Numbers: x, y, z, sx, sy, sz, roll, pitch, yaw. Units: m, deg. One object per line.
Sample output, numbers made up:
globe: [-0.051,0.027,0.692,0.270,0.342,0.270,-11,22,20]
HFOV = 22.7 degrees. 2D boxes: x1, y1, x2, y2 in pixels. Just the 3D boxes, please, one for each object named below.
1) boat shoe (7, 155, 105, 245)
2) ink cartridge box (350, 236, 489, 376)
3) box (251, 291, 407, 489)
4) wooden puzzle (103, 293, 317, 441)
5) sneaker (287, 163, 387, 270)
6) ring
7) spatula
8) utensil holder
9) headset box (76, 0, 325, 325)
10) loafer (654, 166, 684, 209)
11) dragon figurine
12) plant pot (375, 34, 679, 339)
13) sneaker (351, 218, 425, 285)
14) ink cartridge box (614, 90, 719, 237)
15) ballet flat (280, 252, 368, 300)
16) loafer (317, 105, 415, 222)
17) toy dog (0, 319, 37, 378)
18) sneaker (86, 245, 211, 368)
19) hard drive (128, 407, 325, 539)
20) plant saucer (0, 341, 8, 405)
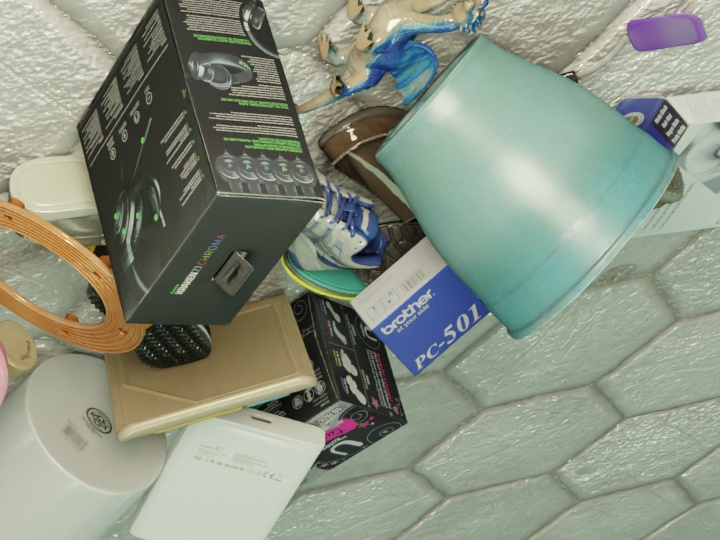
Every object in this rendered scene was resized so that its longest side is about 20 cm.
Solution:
boat shoe: [-0.189,-0.055,1.471,0.200,0.072,0.060,-1,147,-18]
ink cartridge box: [0.095,-0.002,1.594,0.200,0.044,0.094,-41,139,2]
box: [-0.071,0.136,1.810,0.200,0.133,0.114,-35,146,28]
wooden puzzle: [-0.141,0.093,1.660,0.184,0.200,0.037,-16,114,-5]
sneaker: [-0.029,-0.057,1.531,0.088,0.076,0.200,5,163,15]
ring: [-0.260,0.000,1.461,0.200,0.019,0.201,24,152,13]
spatula: [0.198,-0.177,1.534,0.199,0.021,0.057,-23,153,9]
utensil holder: [-0.306,0.199,1.752,0.169,0.171,0.200,10,138,-42]
headset box: [-0.122,-0.076,1.336,0.092,0.201,0.174,2,145,-33]
loafer: [0.202,-0.093,1.608,0.199,0.076,0.070,23,139,-30]
dragon figurine: [0.023,-0.169,1.405,0.099,0.059,0.200,1,145,-31]
plant pot: [0.121,-0.080,1.446,0.200,0.188,0.200,-49,-175,6]
sneaker: [0.078,-0.020,1.676,0.199,0.088,0.076,1,109,-14]
ink cartridge box: [0.307,-0.100,1.713,0.199,0.041,0.200,-7,150,-20]
ballet flat: [0.000,0.000,1.692,0.199,0.067,0.067,0,164,-33]
loafer: [0.043,-0.084,1.554,0.073,0.071,0.200,-35,148,28]
toy dog: [-0.368,0.041,1.542,0.131,0.097,0.200,-20,137,10]
sneaker: [-0.183,0.014,1.571,0.070,0.090,0.200,-13,151,11]
hard drive: [-0.133,0.208,1.754,0.131,0.026,0.200,17,132,-17]
plant saucer: [-0.389,0.075,1.465,0.199,0.051,0.201,-5,138,-5]
